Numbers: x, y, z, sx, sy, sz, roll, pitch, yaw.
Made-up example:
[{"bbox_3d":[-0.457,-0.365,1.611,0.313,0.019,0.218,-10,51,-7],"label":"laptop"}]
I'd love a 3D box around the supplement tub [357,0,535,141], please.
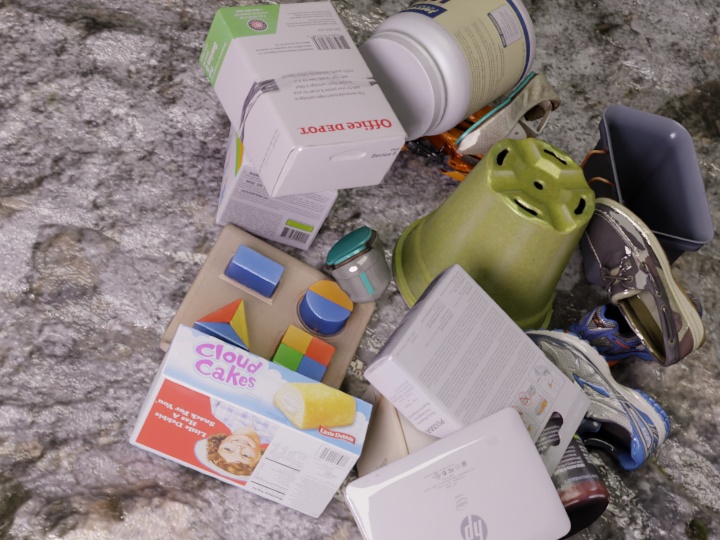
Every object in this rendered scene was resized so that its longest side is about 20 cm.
[{"bbox_3d":[0.095,-0.244,1.703,0.145,0.145,0.200,44,48,13],"label":"supplement tub"}]

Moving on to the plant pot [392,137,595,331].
[{"bbox_3d":[0.161,-0.040,1.621,0.199,0.185,0.201,14,48,-16],"label":"plant pot"}]

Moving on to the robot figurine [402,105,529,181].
[{"bbox_3d":[0.111,-0.166,1.790,0.199,0.058,0.146,24,46,-8],"label":"robot figurine"}]

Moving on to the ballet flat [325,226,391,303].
[{"bbox_3d":[0.000,0.000,1.555,0.064,0.067,0.200,59,4,-7],"label":"ballet flat"}]

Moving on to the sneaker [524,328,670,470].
[{"bbox_3d":[0.241,0.140,1.589,0.199,0.077,0.085,35,50,4],"label":"sneaker"}]

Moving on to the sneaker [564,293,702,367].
[{"bbox_3d":[0.327,0.061,1.693,0.199,0.079,0.076,-15,61,-35],"label":"sneaker"}]

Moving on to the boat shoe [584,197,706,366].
[{"bbox_3d":[0.302,0.014,1.614,0.066,0.072,0.201,-35,91,-37],"label":"boat shoe"}]

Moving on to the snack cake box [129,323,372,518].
[{"bbox_3d":[-0.103,0.144,1.382,0.199,0.115,0.067,23,45,-8],"label":"snack cake box"}]

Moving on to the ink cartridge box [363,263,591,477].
[{"bbox_3d":[0.117,0.114,1.436,0.200,0.057,0.163,48,44,-8],"label":"ink cartridge box"}]

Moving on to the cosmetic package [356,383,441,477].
[{"bbox_3d":[0.052,0.205,1.418,0.073,0.104,0.201,5,50,-24],"label":"cosmetic package"}]

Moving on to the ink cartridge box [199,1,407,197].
[{"bbox_3d":[-0.062,-0.183,1.554,0.145,0.084,0.201,-9,58,-32],"label":"ink cartridge box"}]

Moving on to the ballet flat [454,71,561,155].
[{"bbox_3d":[0.185,-0.178,1.753,0.062,0.067,0.200,47,47,0],"label":"ballet flat"}]

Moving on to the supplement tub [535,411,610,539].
[{"bbox_3d":[0.166,0.173,1.500,0.106,0.107,0.201,-7,56,-31],"label":"supplement tub"}]

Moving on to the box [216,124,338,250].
[{"bbox_3d":[-0.086,-0.140,1.638,0.112,0.102,0.201,17,47,-14],"label":"box"}]

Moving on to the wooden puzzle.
[{"bbox_3d":[-0.088,0.048,1.518,0.184,0.046,0.201,28,46,-3],"label":"wooden puzzle"}]

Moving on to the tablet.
[{"bbox_3d":[0.091,0.217,1.333,0.199,0.014,0.131,-22,82,-28],"label":"tablet"}]

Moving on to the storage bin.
[{"bbox_3d":[0.317,-0.077,1.766,0.145,0.135,0.201,12,48,-17],"label":"storage bin"}]
